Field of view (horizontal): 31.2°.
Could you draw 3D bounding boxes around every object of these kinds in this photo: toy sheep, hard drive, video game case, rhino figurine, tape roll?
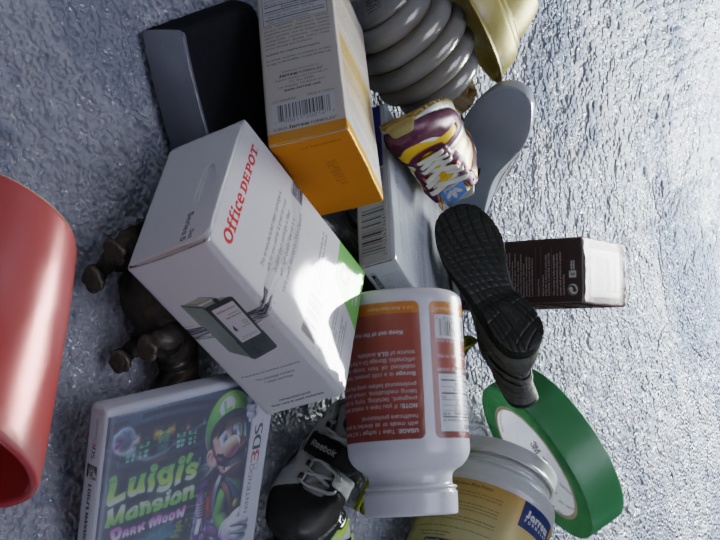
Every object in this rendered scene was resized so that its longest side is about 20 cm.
[{"bbox_3d":[0.052,-0.235,1.322,0.200,0.138,0.138,44,55,-26],"label":"toy sheep"},{"bbox_3d":[-0.116,-0.137,1.167,0.135,0.042,0.200,-33,114,-47],"label":"hard drive"},{"bbox_3d":[-0.153,0.181,1.086,0.200,0.023,0.182,-9,112,-51],"label":"video game case"},{"bbox_3d":[-0.169,0.052,1.080,0.087,0.060,0.200,-43,125,-55],"label":"rhino figurine"},{"bbox_3d":[0.215,0.205,1.454,0.048,0.200,0.201,-32,117,-15],"label":"tape roll"}]

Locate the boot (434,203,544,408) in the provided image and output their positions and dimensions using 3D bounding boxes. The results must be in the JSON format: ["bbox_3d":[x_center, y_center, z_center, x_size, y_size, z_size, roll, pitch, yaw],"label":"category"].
[{"bbox_3d":[0.128,0.040,1.336,0.131,0.068,0.200,85,-16,-57],"label":"boot"}]

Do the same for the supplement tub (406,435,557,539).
[{"bbox_3d":[0.124,0.292,1.376,0.144,0.144,0.200,50,52,-38],"label":"supplement tub"}]

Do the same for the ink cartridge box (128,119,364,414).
[{"bbox_3d":[-0.088,-0.001,1.076,0.200,0.084,0.146,52,33,-35],"label":"ink cartridge box"}]

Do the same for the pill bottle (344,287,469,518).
[{"bbox_3d":[0.041,0.121,1.168,0.112,0.112,0.200,11,74,-51],"label":"pill bottle"}]

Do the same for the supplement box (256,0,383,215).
[{"bbox_3d":[-0.038,-0.168,1.159,0.126,0.073,0.200,60,21,-58],"label":"supplement box"}]

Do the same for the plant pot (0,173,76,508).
[{"bbox_3d":[-0.282,0.037,0.851,0.200,0.200,0.177,45,45,-41],"label":"plant pot"}]

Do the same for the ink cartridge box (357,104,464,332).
[{"bbox_3d":[0.050,-0.034,1.314,0.200,0.041,0.200,53,28,-48],"label":"ink cartridge box"}]

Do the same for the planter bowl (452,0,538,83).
[{"bbox_3d":[0.133,-0.306,1.364,0.200,0.083,0.200,59,2,-3],"label":"planter bowl"}]

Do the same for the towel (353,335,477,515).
[{"bbox_3d":[0.057,0.155,1.300,0.200,0.018,0.086,-63,161,18],"label":"towel"}]

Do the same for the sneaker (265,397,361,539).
[{"bbox_3d":[-0.027,0.172,1.224,0.200,0.074,0.089,-54,166,-47],"label":"sneaker"}]

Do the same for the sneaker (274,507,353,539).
[{"bbox_3d":[-0.059,0.300,1.202,0.200,0.072,0.083,-44,123,-43],"label":"sneaker"}]

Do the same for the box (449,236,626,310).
[{"bbox_3d":[0.180,0.007,1.412,0.100,0.200,0.075,6,81,-52],"label":"box"}]

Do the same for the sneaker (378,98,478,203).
[{"bbox_3d":[0.080,-0.114,1.284,0.090,0.075,0.200,69,18,4],"label":"sneaker"}]

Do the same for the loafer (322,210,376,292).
[{"bbox_3d":[0.000,0.000,1.288,0.070,0.068,0.201,-54,126,-25],"label":"loafer"}]

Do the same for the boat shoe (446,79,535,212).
[{"bbox_3d":[0.147,-0.135,1.424,0.086,0.075,0.202,-58,168,-50],"label":"boat shoe"}]
